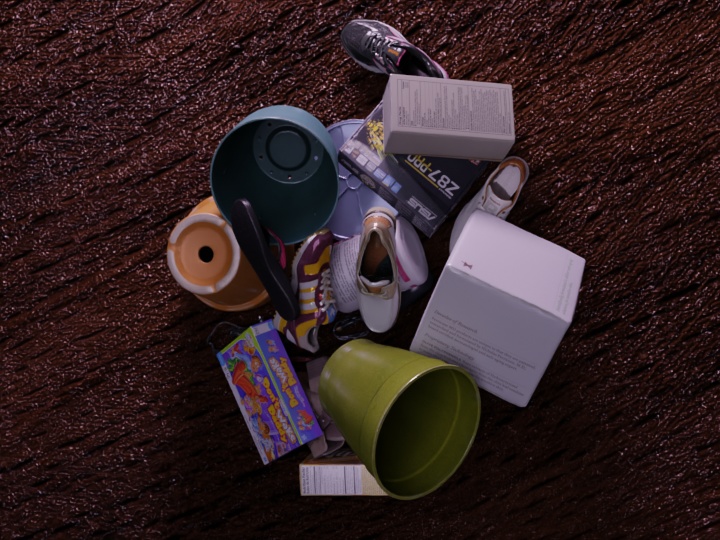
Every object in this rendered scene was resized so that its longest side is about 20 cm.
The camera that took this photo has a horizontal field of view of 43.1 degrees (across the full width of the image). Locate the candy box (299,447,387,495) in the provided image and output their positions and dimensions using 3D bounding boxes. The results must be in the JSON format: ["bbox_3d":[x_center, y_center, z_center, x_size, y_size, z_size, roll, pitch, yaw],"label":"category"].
[{"bbox_3d":[0.008,0.328,1.496,0.196,0.115,0.056,-4,91,12],"label":"candy box"}]

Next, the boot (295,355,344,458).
[{"bbox_3d":[-0.085,0.234,1.495,0.199,0.069,0.149,-30,72,43],"label":"boot"}]

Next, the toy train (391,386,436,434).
[{"bbox_3d":[0.057,0.211,1.466,0.200,0.086,0.115,45,108,35],"label":"toy train"}]

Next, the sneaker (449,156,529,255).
[{"bbox_3d":[0.198,-0.094,1.454,0.072,0.085,0.202,30,102,8],"label":"sneaker"}]

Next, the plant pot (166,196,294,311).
[{"bbox_3d":[-0.226,-0.029,1.494,0.196,0.183,0.205,1,93,12],"label":"plant pot"}]

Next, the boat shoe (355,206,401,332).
[{"bbox_3d":[0.022,0.010,1.374,0.073,0.069,0.203,1,116,11],"label":"boat shoe"}]

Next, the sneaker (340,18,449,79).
[{"bbox_3d":[0.056,-0.350,1.471,0.198,0.086,0.081,28,96,10],"label":"sneaker"}]

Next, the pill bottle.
[{"bbox_3d":[0.000,0.000,1.478,0.197,0.113,0.115,-22,88,21],"label":"pill bottle"}]

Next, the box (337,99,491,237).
[{"bbox_3d":[0.085,-0.177,1.459,0.199,0.049,0.162,40,73,5],"label":"box"}]

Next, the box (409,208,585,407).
[{"bbox_3d":[0.209,0.051,1.374,0.197,0.199,0.173,25,124,7],"label":"box"}]

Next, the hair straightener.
[{"bbox_3d":[-0.175,0.116,1.569,0.196,0.041,0.079,0,92,16],"label":"hair straightener"}]

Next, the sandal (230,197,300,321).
[{"bbox_3d":[-0.137,-0.020,1.379,0.045,0.075,0.203,-33,106,-29],"label":"sandal"}]

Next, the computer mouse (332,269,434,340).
[{"bbox_3d":[0.036,0.058,1.520,0.199,0.034,0.059,-35,86,11],"label":"computer mouse"}]

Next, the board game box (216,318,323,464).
[{"bbox_3d":[-0.150,0.199,1.480,0.134,0.044,0.203,-37,75,49],"label":"board game box"}]

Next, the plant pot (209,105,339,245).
[{"bbox_3d":[-0.124,-0.165,1.430,0.196,0.162,0.204,2,116,3],"label":"plant pot"}]

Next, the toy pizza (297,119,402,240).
[{"bbox_3d":[-0.008,-0.149,1.521,0.196,0.032,0.205,0,91,12],"label":"toy pizza"}]

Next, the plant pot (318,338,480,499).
[{"bbox_3d":[0.040,0.194,1.331,0.192,0.198,0.204,29,100,48],"label":"plant pot"}]

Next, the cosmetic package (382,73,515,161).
[{"bbox_3d":[0.136,-0.237,1.421,0.196,0.073,0.106,4,70,-8],"label":"cosmetic package"}]

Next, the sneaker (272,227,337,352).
[{"bbox_3d":[-0.065,0.031,1.409,0.090,0.075,0.202,34,124,20],"label":"sneaker"}]
